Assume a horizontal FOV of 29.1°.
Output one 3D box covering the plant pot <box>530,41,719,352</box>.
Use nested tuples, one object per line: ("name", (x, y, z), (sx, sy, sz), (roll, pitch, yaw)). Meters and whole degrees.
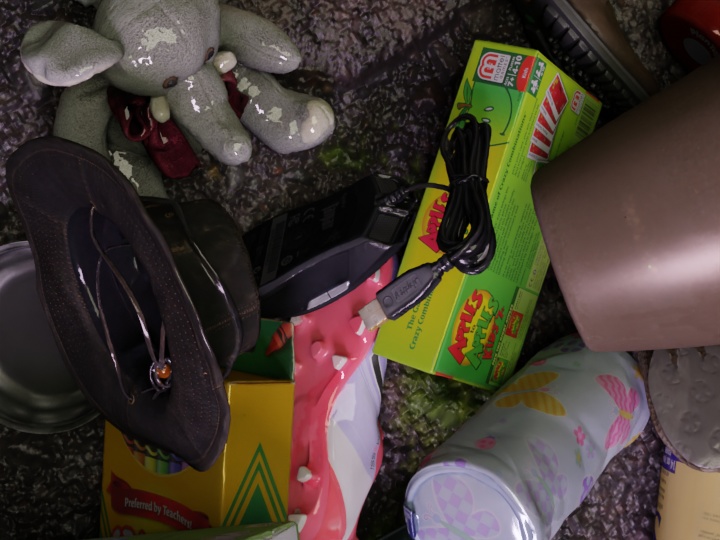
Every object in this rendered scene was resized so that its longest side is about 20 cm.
("plant pot", (0.198, -0.029, 0.809), (0.174, 0.200, 0.201), (-20, 99, 12))

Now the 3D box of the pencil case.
("pencil case", (0.107, 0.113, 0.841), (0.200, 0.083, 0.091), (-37, 122, -51))

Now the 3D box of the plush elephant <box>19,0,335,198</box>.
("plush elephant", (-0.106, -0.109, 0.783), (0.164, 0.155, 0.201), (-35, 102, -11))

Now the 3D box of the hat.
("hat", (-0.104, 0.004, 0.735), (0.081, 0.200, 0.202), (-29, 100, -30))

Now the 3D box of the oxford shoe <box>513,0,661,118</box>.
("oxford shoe", (0.140, -0.183, 0.891), (0.084, 0.073, 0.200), (-41, 102, -12))

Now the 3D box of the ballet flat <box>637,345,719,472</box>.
("ballet flat", (0.199, 0.040, 0.887), (0.067, 0.046, 0.201), (-12, 58, -3))

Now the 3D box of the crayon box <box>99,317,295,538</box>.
("crayon box", (-0.098, 0.124, 0.812), (0.051, 0.127, 0.201), (2, 91, -42))

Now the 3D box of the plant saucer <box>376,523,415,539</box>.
("plant saucer", (-0.003, 0.192, 0.872), (0.199, 0.070, 0.019), (-26, 92, -12))

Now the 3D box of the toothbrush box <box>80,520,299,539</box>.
("toothbrush box", (-0.128, 0.215, 0.723), (0.199, 0.086, 0.147), (-9, 85, 17))

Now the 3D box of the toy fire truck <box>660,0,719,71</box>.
("toy fire truck", (0.301, -0.147, 0.886), (0.112, 0.168, 0.200), (-43, 102, -9))

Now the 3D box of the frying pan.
("frying pan", (-0.225, 0.032, 0.822), (0.189, 0.031, 0.116), (10, 100, 5))

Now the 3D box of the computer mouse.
("computer mouse", (0.000, 0.000, 0.805), (0.199, 0.141, 0.046), (-28, 123, 19))

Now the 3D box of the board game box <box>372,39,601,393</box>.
("board game box", (0.082, -0.030, 0.868), (0.101, 0.047, 0.201), (22, 86, -55))

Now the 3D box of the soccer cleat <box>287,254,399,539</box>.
("soccer cleat", (-0.010, 0.080, 0.876), (0.076, 0.066, 0.201), (26, 75, -51))

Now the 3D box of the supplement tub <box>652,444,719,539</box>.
("supplement tub", (0.261, 0.198, 0.905), (0.144, 0.145, 0.201), (7, 91, -15))
